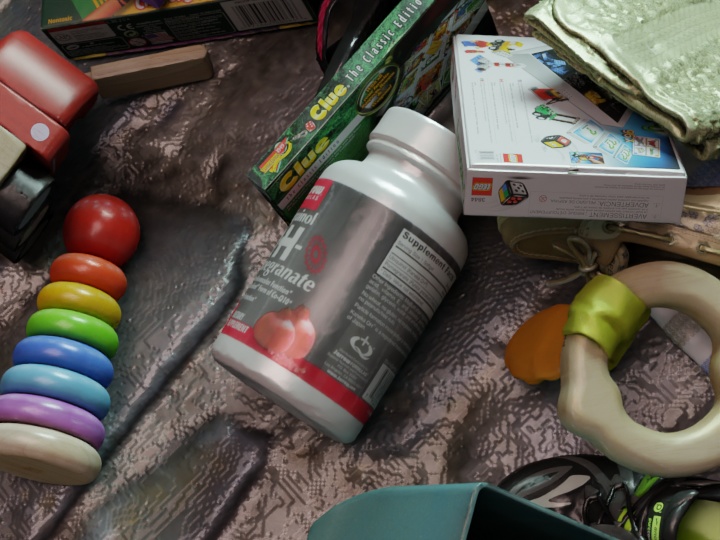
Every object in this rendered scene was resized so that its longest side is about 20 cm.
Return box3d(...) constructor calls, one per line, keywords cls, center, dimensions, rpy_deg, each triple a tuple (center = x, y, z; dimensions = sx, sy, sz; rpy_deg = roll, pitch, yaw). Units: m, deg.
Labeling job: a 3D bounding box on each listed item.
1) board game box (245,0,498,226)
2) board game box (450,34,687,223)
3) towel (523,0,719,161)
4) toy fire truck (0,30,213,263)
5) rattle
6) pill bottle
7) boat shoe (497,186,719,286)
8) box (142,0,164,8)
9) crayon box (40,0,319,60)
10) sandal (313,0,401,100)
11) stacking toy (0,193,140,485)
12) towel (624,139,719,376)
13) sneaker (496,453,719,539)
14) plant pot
box3d(cls="board game box", center=(0.012, -0.113, 1.055), dimensions=(0.023, 0.105, 0.200), rpy_deg=(40, 84, 22))
box3d(cls="board game box", center=(0.122, -0.092, 0.974), dimensions=(0.125, 0.035, 0.200), rpy_deg=(3, 30, 0))
box3d(cls="towel", center=(0.208, -0.139, 0.982), dimensions=(0.148, 0.200, 0.037), rpy_deg=(43, 130, 23))
box3d(cls="toy fire truck", center=(-0.203, -0.111, 1.087), dimensions=(0.128, 0.176, 0.200), rpy_deg=(35, 76, -4))
box3d(cls="rattle", center=(0.203, 0.077, 0.963), dimensions=(0.199, 0.143, 0.131), rpy_deg=(9, 61, -13))
box3d(cls="pill bottle", center=(0.000, 0.000, 1.015), dimensions=(0.110, 0.111, 0.201), rpy_deg=(29, 81, 23))
box3d(cls="boat shoe", center=(0.181, -0.016, 0.968), dimensions=(0.199, 0.073, 0.063), rpy_deg=(1, 73, 17))
box3d(cls="box", center=(-0.152, -0.299, 1.138), dimensions=(0.136, 0.039, 0.201), rpy_deg=(25, 77, 24))
box3d(cls="crayon box", center=(-0.133, -0.257, 1.171), dimensions=(0.199, 0.058, 0.174), rpy_deg=(-7, 69, 13))
box3d(cls="sandal", center=(-0.001, -0.178, 1.102), dimensions=(0.045, 0.075, 0.201), rpy_deg=(12, 67, 17))
box3d(cls="stacking toy", center=(-0.198, 0.040, 1.077), dimensions=(0.085, 0.085, 0.201), rpy_deg=(4, 68, 17))
box3d(cls="towel", center=(0.231, -0.028, 1.008), dimensions=(0.147, 0.024, 0.200), rpy_deg=(-40, 66, 0))
box3d(cls="sneaker", center=(0.170, 0.145, 0.931), dimensions=(0.198, 0.083, 0.071), rpy_deg=(5, 77, 18))
box3d(cls="plant pot", center=(0.042, 0.202, 0.883), dimensions=(0.200, 0.141, 0.142), rpy_deg=(-7, 62, 58))
